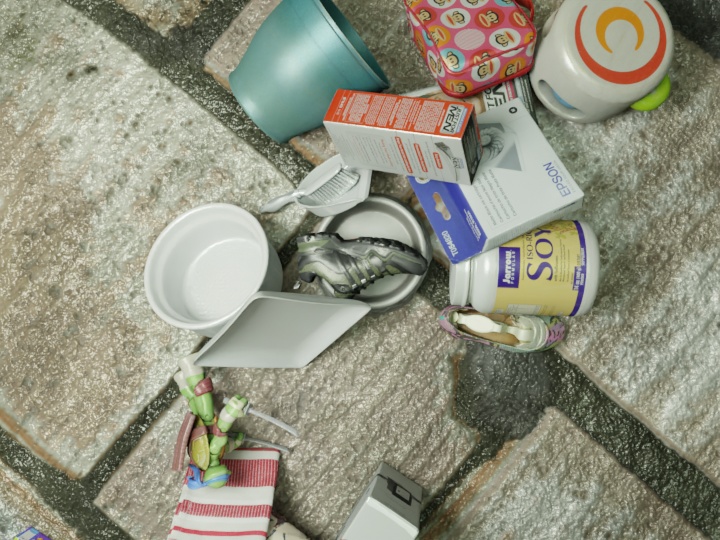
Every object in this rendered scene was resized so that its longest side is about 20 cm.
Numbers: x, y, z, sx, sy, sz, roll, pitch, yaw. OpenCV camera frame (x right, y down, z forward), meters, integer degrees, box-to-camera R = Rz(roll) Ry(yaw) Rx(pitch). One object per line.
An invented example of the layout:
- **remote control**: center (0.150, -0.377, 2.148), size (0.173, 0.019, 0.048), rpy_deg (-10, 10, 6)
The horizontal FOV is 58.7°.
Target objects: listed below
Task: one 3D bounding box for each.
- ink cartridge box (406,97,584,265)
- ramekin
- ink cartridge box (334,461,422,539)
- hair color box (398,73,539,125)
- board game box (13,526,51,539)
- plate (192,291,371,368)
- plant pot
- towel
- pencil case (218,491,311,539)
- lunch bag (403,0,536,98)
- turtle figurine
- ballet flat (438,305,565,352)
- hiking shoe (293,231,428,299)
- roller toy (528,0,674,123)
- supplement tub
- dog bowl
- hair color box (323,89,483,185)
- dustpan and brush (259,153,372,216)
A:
- **ink cartridge box**: center (0.181, -0.132, 0.916), size (0.200, 0.041, 0.200), rpy_deg (-26, 61, 3)
- **ramekin**: center (-0.217, 0.007, 0.979), size (0.200, 0.098, 0.201), rpy_deg (-6, 66, 13)
- **ink cartridge box**: center (0.019, 0.383, 0.934), size (0.083, 0.200, 0.145), rpy_deg (32, 91, 8)
- **hair color box**: center (0.167, -0.246, 1.008), size (0.199, 0.061, 0.099), rpy_deg (-13, 88, 4)
- **board game box**: center (-0.541, 0.544, 1.040), size (0.134, 0.045, 0.200), rpy_deg (30, 91, 4)
- **plate**: center (-0.117, 0.085, 0.930), size (0.200, 0.200, 0.032), rpy_deg (-42, 54, 38)
- **plant pot**: center (-0.088, -0.299, 0.967), size (0.188, 0.200, 0.200), rpy_deg (-36, 87, 16)
- **towel**: center (-0.204, 0.352, 0.965), size (0.144, 0.200, 0.023), rpy_deg (1, 129, 3)
- **pencil case**: center (-0.145, 0.411, 0.968), size (0.200, 0.089, 0.078), rpy_deg (25, 116, 31)
- **lunch bag**: center (0.175, -0.371, 0.971), size (0.176, 0.082, 0.200), rpy_deg (-22, 62, 0)
- **turtle figurine**: center (-0.201, 0.220, 0.989), size (0.200, 0.144, 0.194), rpy_deg (-29, 72, 2)
- **ballet flat**: center (0.221, 0.090, 0.992), size (0.199, 0.071, 0.069), rpy_deg (9, 89, 3)
- **hiking shoe**: center (0.000, 0.000, 0.957), size (0.199, 0.076, 0.101), rpy_deg (8, 101, 11)
- **roller toy**: center (0.352, -0.324, 0.960), size (0.182, 0.140, 0.201), rpy_deg (-6, 86, -7)
- **supplement tub**: center (0.238, -0.006, 0.956), size (0.199, 0.145, 0.146), rpy_deg (2, 89, 3)
- **dog bowl**: center (0.016, -0.027, 1.014), size (0.199, 0.059, 0.201), rpy_deg (0, 88, 4)
- **hair color box**: center (0.062, -0.187, 0.893), size (0.200, 0.111, 0.064), rpy_deg (14, 70, 23)
- **dustpan and brush**: center (-0.075, -0.124, 1.009), size (0.200, 0.140, 0.057), rpy_deg (-29, 125, 31)
